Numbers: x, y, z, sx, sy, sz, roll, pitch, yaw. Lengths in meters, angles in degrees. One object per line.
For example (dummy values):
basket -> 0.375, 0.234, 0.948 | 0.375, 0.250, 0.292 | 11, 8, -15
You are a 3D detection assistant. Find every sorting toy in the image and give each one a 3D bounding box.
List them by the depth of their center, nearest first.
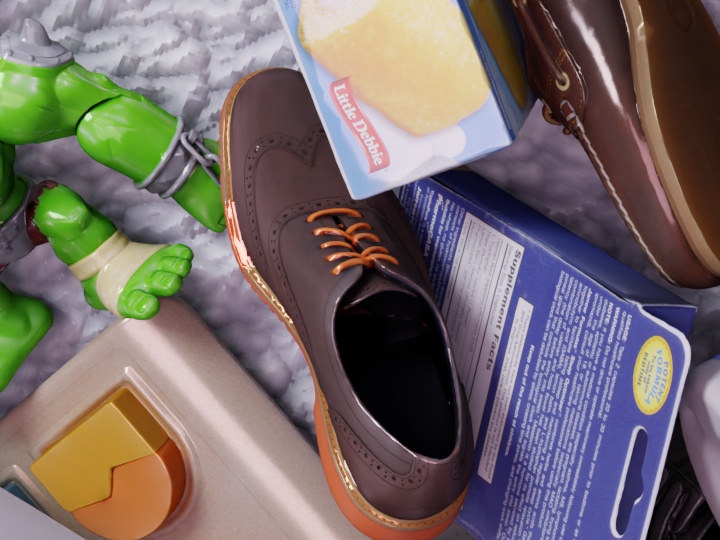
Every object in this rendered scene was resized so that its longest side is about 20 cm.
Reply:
sorting toy -> -0.094, 0.135, 1.158 | 0.200, 0.036, 0.185 | -40, 94, 23

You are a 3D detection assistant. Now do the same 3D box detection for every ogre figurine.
ogre figurine -> -0.153, -0.018, 1.113 | 0.200, 0.098, 0.120 | -25, 117, 31

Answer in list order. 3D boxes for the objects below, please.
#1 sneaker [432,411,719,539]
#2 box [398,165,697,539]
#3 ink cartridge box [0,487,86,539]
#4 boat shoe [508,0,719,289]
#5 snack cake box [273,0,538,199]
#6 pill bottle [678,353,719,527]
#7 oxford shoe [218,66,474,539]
sneaker -> 0.102, 0.095, 1.086 | 0.199, 0.099, 0.071 | -6, 104, 14
box -> 0.065, 0.046, 1.044 | 0.032, 0.200, 0.122 | 3, 109, -30
ink cartridge box -> -0.212, 0.167, 1.142 | 0.146, 0.086, 0.200 | 32, 128, 1
boat shoe -> 0.096, -0.085, 1.052 | 0.070, 0.070, 0.201 | -22, 83, 37
snack cake box -> -0.001, -0.139, 1.038 | 0.067, 0.115, 0.201 | -19, 100, 15
pill bottle -> 0.225, 0.046, 0.985 | 0.199, 0.114, 0.114 | -25, 99, -7
oxford shoe -> 0.000, 0.000, 1.047 | 0.071, 0.073, 0.201 | -16, 68, -18
